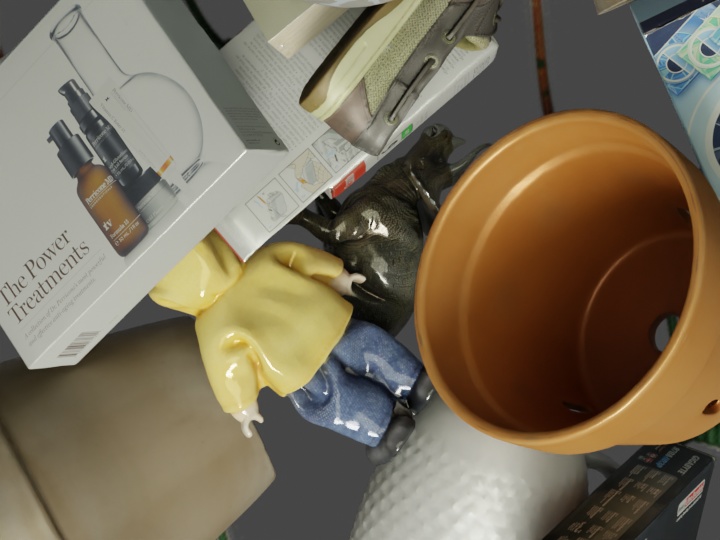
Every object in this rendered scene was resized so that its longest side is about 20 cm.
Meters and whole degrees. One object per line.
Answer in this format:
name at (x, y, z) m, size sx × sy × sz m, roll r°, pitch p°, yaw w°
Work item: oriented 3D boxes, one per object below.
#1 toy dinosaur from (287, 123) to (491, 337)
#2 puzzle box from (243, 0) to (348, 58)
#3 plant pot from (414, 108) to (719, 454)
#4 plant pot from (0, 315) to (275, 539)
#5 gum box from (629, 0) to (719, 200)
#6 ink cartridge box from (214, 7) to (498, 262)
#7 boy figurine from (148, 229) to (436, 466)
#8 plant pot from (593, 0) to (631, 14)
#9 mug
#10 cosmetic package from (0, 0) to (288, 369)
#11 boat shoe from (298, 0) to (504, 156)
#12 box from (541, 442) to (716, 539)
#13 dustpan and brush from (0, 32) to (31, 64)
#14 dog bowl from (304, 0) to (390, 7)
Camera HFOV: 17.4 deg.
toy dinosaur at (0.000, 0.000, 1.461) m, size 0.102 × 0.077 × 0.201 m, roll 21°, pitch 103°, yaw 8°
puzzle box at (0.002, -0.232, 1.368) m, size 0.200 × 0.133 × 0.025 m, roll -38°, pitch 145°, yaw 12°
plant pot at (0.151, 0.020, 1.400) m, size 0.200 × 0.200 × 0.140 m, roll -50°, pitch 140°, yaw 14°
plant pot at (-0.153, 0.121, 1.455) m, size 0.173 × 0.200 × 0.201 m, roll -28°, pitch 106°, yaw -8°
gum box at (0.276, -0.108, 1.414) m, size 0.169 × 0.045 × 0.200 m, roll -25°, pitch 123°, yaw 8°
ink cartridge box at (-0.027, -0.107, 1.405) m, size 0.200 × 0.050 × 0.109 m, roll -41°, pitch 86°, yaw -2°
boy figurine at (-0.051, 0.039, 1.405) m, size 0.199 × 0.064 × 0.125 m, roll 32°, pitch 69°, yaw -6°
plant pot at (0.177, -0.275, 1.333) m, size 0.186 × 0.187 × 0.201 m, roll -25°, pitch 93°, yaw 8°
mug at (0.091, 0.166, 1.489) m, size 0.199 × 0.148 × 0.176 m, roll 5°, pitch 107°, yaw -33°
cosmetic package at (-0.157, -0.063, 1.368) m, size 0.200 × 0.052 × 0.151 m, roll -43°, pitch 70°, yaw 24°
boat shoe at (0.048, -0.150, 1.353) m, size 0.065 × 0.073 × 0.200 m, roll 44°, pitch 82°, yaw -11°
box at (0.148, 0.209, 1.434) m, size 0.046 × 0.200 × 0.160 m, roll 19°, pitch 113°, yaw 22°
dustpan and brush at (-0.260, -0.105, 1.425) m, size 0.200 × 0.140 × 0.057 m, roll -41°, pitch 84°, yaw -16°
dog bowl at (-0.005, -0.239, 1.314) m, size 0.199 × 0.059 × 0.201 m, roll -6°, pitch 74°, yaw 24°
